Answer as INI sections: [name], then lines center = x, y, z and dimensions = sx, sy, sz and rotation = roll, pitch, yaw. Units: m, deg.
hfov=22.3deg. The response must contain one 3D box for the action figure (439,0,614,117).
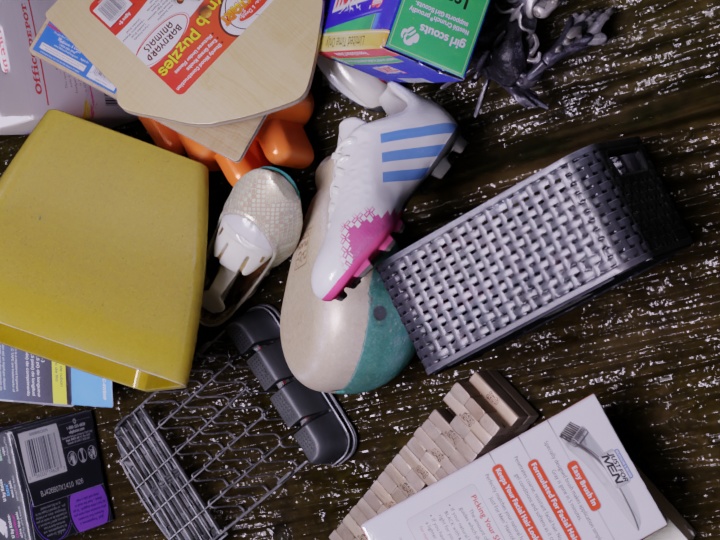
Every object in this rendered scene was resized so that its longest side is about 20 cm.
[action figure]
center = 0.133, -0.202, 1.370
dimensions = 0.119, 0.102, 0.200
rotation = 46, 140, 9

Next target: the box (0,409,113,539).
[box]
center = -0.342, 0.199, 1.650
dimensions = 0.199, 0.122, 0.107
rotation = -13, 88, 29

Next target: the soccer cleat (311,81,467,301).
[soccer cleat]
center = 0.001, -0.061, 1.367
dimensions = 0.086, 0.200, 0.070
rotation = 39, 144, -3

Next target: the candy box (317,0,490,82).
[candy box]
center = 0.047, -0.244, 1.351
dimensions = 0.169, 0.077, 0.201
rotation = 15, 88, 69

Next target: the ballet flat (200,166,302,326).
[ballet flat]
center = -0.095, -0.010, 1.479
dimensions = 0.067, 0.062, 0.200
rotation = 32, 148, 3

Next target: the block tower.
[block tower]
center = 0.054, 0.169, 1.465
dimensions = 0.058, 0.054, 0.200
rotation = 47, 113, 26

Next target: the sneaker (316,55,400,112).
[sneaker]
center = -0.003, -0.228, 1.455
dimensions = 0.093, 0.070, 0.201
rotation = -29, 78, 34

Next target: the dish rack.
[dish rack]
center = -0.116, 0.143, 1.562
dimensions = 0.200, 0.054, 0.154
rotation = -41, 73, 27

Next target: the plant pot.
[plant pot]
center = -0.222, -0.018, 1.478
dimensions = 0.199, 0.200, 0.177
rotation = 21, 80, -14

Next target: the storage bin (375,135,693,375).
[storage bin]
center = 0.130, -0.010, 1.360
dimensions = 0.200, 0.135, 0.094
rotation = -29, 83, 28

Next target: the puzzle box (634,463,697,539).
[puzzle box]
center = 0.151, 0.222, 1.434
dimensions = 0.133, 0.025, 0.200
rotation = 49, 114, 17

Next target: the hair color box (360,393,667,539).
[hair color box]
center = 0.114, 0.189, 1.357
dimensions = 0.199, 0.064, 0.111
rotation = -29, 79, 2

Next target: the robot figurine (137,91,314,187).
[robot figurine]
center = -0.111, -0.163, 1.497
dimensions = 0.201, 0.116, 0.144
rotation = 61, 147, 12

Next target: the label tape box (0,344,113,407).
[label tape box]
center = -0.292, 0.044, 1.644
dimensions = 0.199, 0.066, 0.144
rotation = 2, 96, 25

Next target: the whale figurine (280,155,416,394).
[whale figurine]
center = 0.000, 0.000, 1.466
dimensions = 0.159, 0.103, 0.201
rotation = 146, 130, -65

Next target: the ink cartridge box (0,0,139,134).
[ink cartridge box]
center = -0.273, -0.176, 1.535
dimensions = 0.068, 0.200, 0.116
rotation = -12, 88, 29

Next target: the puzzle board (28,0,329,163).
[puzzle board]
center = -0.142, -0.192, 1.439
dimensions = 0.199, 0.017, 0.151
rotation = 28, 84, 14

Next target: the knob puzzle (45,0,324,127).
[knob puzzle]
center = -0.113, -0.194, 1.411
dimensions = 0.218, 0.030, 0.221
rotation = -2, 77, 9
